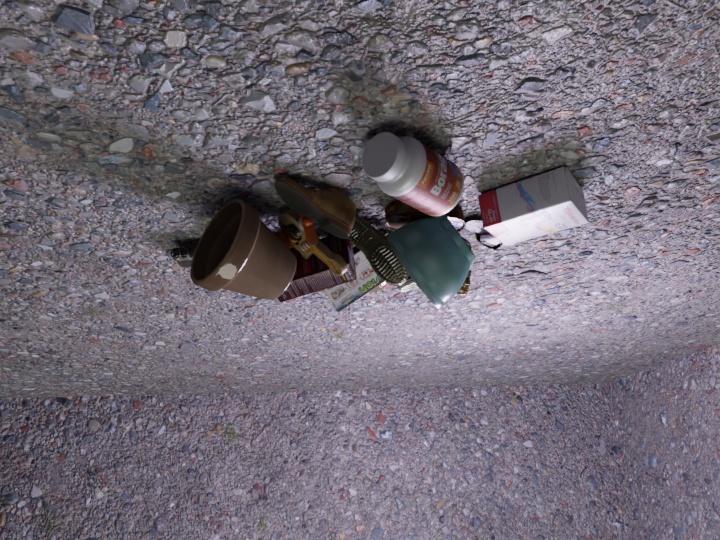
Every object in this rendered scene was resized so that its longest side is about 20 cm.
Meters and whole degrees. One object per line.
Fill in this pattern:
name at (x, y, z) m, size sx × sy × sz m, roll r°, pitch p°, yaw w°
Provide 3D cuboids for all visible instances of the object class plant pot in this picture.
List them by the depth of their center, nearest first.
plant pot at (-0.235, -0.023, 1.408) m, size 0.174 × 0.203 × 0.199 m, roll 32°, pitch 142°, yaw -32°
plant pot at (0.168, -0.036, 1.460) m, size 0.134 × 0.201 × 0.200 m, roll -37°, pitch 151°, yaw 10°

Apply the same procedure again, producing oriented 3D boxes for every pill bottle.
pill bottle at (0.097, -0.181, 1.239) m, size 0.111 × 0.114 × 0.199 m, roll -20°, pitch 155°, yaw 36°

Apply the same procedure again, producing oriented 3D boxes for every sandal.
sandal at (0.317, -0.082, 1.638) m, size 0.075 × 0.046 × 0.199 m, roll -21°, pitch 154°, yaw 38°

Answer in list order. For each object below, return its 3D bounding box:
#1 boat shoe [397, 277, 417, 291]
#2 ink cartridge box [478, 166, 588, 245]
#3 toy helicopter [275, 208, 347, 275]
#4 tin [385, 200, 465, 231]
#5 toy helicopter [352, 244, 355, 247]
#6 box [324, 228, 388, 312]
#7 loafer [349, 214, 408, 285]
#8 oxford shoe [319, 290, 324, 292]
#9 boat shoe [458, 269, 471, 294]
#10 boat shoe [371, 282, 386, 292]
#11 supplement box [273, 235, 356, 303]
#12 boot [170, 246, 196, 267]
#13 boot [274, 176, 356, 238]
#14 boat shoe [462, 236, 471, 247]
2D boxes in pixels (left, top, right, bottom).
boat shoe at (0.186, -0.001, 1.812) m, size 0.197 × 0.063 × 0.075 m, roll -17°, pitch 157°, yaw -10°
ink cartridge box at (0.378, -0.135, 1.457) m, size 0.198 × 0.087 × 0.147 m, roll -15°, pitch 157°, yaw 30°
toy helicopter at (-0.102, -0.065, 1.445) m, size 0.079 × 0.199 × 0.133 m, roll -38°, pitch 157°, yaw -33°
tin at (0.147, -0.119, 1.521) m, size 0.198 × 0.042 × 0.112 m, roll 8°, pitch 152°, yaw -28°
toy helicopter at (-0.095, -0.052, 1.615) m, size 0.198 × 0.080 × 0.133 m, roll -20°, pitch 142°, yaw 14°
box at (0.000, 0.000, 1.593) m, size 0.199 × 0.035 × 0.111 m, roll -33°, pitch 119°, yaw -5°
loafer at (0.038, -0.053, 1.520) m, size 0.076 × 0.201 × 0.067 m, roll -38°, pitch -173°, yaw 14°
oxford shoe at (-0.106, 0.025, 1.733) m, size 0.197 × 0.071 × 0.075 m, roll 4°, pitch 158°, yaw 0°
boat shoe at (0.180, 0.020, 1.690) m, size 0.197 × 0.069 × 0.072 m, roll 9°, pitch -173°, yaw 12°
boat shoe at (-0.027, 0.016, 1.803) m, size 0.197 × 0.065 × 0.072 m, roll 2°, pitch 143°, yaw -9°
supplement box at (-0.113, -0.007, 1.524) m, size 0.197 × 0.110 × 0.061 m, roll -17°, pitch 135°, yaw 9°
boot at (-0.362, -0.042, 1.574) m, size 0.171 × 0.070 × 0.200 m, roll -4°, pitch 162°, yaw -3°
boot at (-0.090, -0.147, 1.376) m, size 0.199 × 0.076 × 0.073 m, roll 33°, pitch 160°, yaw -31°
boat shoe at (0.187, -0.061, 1.623) m, size 0.197 × 0.076 × 0.062 m, roll 11°, pitch -174°, yaw -19°
